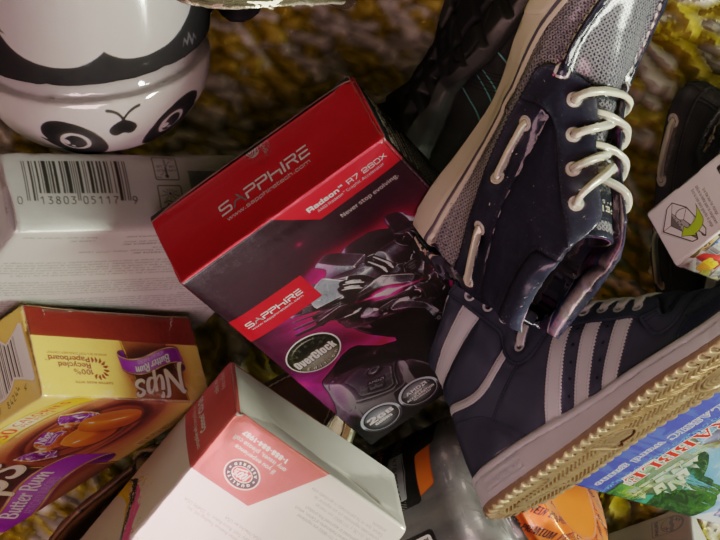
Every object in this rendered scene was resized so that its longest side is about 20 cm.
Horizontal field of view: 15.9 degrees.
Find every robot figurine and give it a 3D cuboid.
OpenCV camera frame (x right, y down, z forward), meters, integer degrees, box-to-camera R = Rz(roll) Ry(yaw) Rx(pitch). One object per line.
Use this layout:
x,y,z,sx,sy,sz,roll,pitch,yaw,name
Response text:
-0.136,-0.154,1.260,0.150,0.125,0.200,11,124,23,robot figurine

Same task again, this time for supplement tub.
0.030,0.159,1.442,0.200,0.123,0.123,-28,116,19,supplement tub

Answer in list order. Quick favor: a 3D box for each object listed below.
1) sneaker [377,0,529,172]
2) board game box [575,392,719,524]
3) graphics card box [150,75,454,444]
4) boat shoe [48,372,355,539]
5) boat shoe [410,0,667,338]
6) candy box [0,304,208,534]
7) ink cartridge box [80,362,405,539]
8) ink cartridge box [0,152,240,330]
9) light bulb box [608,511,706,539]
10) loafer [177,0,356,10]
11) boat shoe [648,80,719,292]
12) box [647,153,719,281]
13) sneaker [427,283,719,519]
0.069,-0.097,1.321,0.079,0.075,0.200,20,130,-20,sneaker
0.226,0.059,1.349,0.200,0.041,0.199,-36,151,23,board game box
0.000,0.000,1.305,0.125,0.051,0.200,-35,141,9,graphics card box
-0.091,0.123,1.411,0.200,0.076,0.074,-40,149,12,boat shoe
0.106,-0.062,1.209,0.075,0.093,0.200,7,120,-41,boat shoe
-0.190,0.084,1.392,0.117,0.057,0.200,6,150,-45,candy box
-0.084,0.163,1.360,0.116,0.068,0.200,36,105,-19,ink cartridge box
-0.145,0.000,1.349,0.162,0.057,0.200,-2,161,-30,ink cartridge box
0.141,0.274,1.504,0.200,0.125,0.198,-21,118,15,light bulb box
-0.020,-0.151,1.240,0.200,0.075,0.070,-12,148,-35,loafer
0.183,-0.009,1.364,0.060,0.074,0.200,35,142,35,boat shoe
0.242,-0.029,1.297,0.110,0.035,0.200,-41,147,25,box
0.116,0.028,1.260,0.200,0.109,0.070,-37,155,28,sneaker
